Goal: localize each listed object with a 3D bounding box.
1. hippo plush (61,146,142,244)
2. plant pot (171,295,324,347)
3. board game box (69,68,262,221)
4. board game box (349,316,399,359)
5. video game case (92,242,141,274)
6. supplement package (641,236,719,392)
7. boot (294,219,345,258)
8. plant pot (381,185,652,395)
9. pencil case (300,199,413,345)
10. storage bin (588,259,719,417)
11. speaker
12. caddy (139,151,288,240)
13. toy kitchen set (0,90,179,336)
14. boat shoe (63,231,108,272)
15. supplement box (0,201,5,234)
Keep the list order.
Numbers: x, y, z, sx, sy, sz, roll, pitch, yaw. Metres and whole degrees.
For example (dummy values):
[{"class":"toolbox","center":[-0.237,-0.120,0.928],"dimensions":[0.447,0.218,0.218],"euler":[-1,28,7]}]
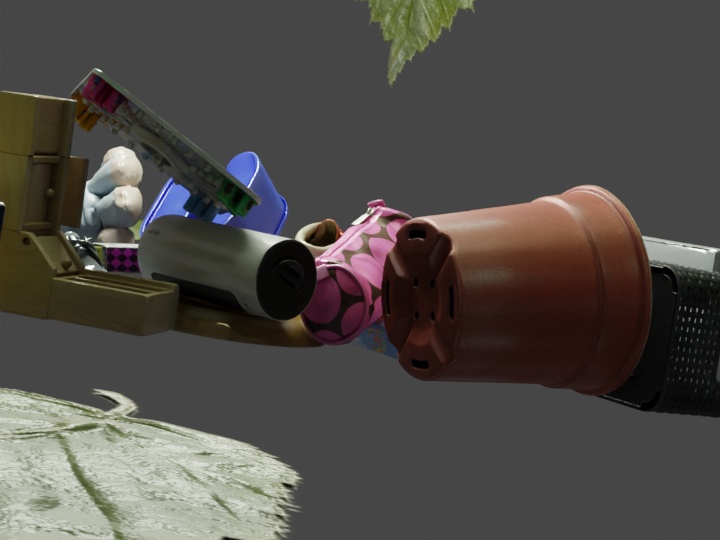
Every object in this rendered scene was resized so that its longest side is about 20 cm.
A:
[{"class":"hippo plush","center":[-0.399,-0.102,2.328],"dimensions":[0.159,0.161,0.200],"euler":[8,4,-20]},{"class":"plant pot","center":[-0.131,0.048,1.693],"dimensions":[0.197,0.028,0.200],"euler":[10,3,-1]},{"class":"board game box","center":[-0.201,-0.115,1.646],"dimensions":[0.199,0.026,0.200],"euler":[39,-11,-12]},{"class":"board game box","center":[0.101,0.050,1.738],"dimensions":[0.198,0.037,0.151],"euler":[-14,15,-29]},{"class":"video game case","center":[-0.269,-0.014,2.033],"dimensions":[0.198,0.036,0.180],"euler":[2,1,-39]},{"class":"supplement package","center":[0.333,0.048,1.780],"dimensions":[0.110,0.158,0.199],"euler":[7,4,-34]},{"class":"boot","center":[-0.026,-0.010,1.850],"dimensions":[0.074,0.108,0.200],"euler":[23,23,19]},{"class":"plant pot","center":[0.135,0.022,1.559],"dimensions":[0.193,0.204,0.200],"euler":[-2,8,-28]},{"class":"pencil case","center":[0.000,0.000,1.709],"dimensions":[0.090,0.095,0.200],"euler":[-8,17,22]},{"class":"storage bin","center":[0.272,0.058,1.625],"dimensions":[0.093,0.137,0.199],"euler":[7,4,-30]},{"class":"speaker","center":[-0.134,-0.006,1.656],"dimensions":[0.081,0.082,0.199],"euler":[5,5,-44]},{"class":"caddy","center":[-0.164,-0.043,1.912],"dimensions":[0.140,0.106,0.201],"euler":[-6,38,28]},{"class":"toy kitchen set","center":[-0.247,-0.057,1.598],"dimensions":[0.178,0.203,0.163],"euler":[9,6,15]},{"class":"boat shoe","center":[-0.304,-0.004,1.704],"dimensions":[0.199,0.073,0.070],"euler":[12,5,43]},{"class":"supplement box","center":[-0.393,-0.021,1.447],"dimensions":[0.108,0.111,0.199],"euler":[7,4,-29]}]
